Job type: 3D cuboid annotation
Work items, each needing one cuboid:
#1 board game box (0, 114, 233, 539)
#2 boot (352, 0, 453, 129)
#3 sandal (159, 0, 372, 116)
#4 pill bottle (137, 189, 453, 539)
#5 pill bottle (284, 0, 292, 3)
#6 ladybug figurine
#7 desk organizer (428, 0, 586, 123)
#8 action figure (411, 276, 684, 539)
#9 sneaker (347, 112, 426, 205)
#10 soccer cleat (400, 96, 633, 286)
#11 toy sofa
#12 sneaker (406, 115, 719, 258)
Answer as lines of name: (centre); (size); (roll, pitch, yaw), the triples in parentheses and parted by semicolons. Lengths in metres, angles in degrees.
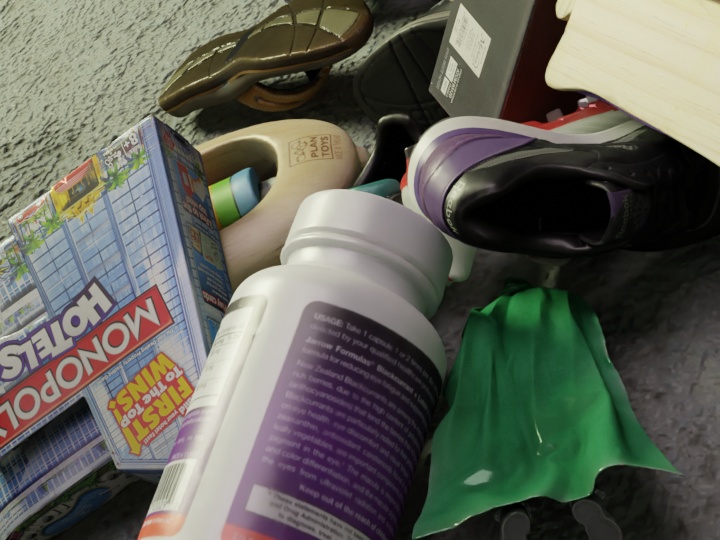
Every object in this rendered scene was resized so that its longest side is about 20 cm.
board game box: (-0.138, 0.057, 0.838); (0.199, 0.062, 0.201); (-35, 63, 9)
boot: (0.100, -0.169, 0.997); (0.202, 0.074, 0.154); (-26, 17, 34)
sandal: (-0.061, -0.136, 1.069); (0.199, 0.055, 0.082); (-17, 32, 41)
pill bottle: (-0.023, 0.068, 0.727); (0.110, 0.111, 0.202); (2, 60, 35)
pill bottle: (-0.014, -0.281, 1.162); (0.111, 0.113, 0.201); (-11, 40, 23)
ladybug figurine: (-0.080, -0.021, 0.935); (0.198, 0.072, 0.137); (-21, 38, 13)
desk organizer: (0.108, -0.165, 0.853); (0.076, 0.202, 0.072); (-10, 44, -28)
action figure: (0.083, 0.059, 0.740); (0.117, 0.055, 0.201); (-11, 29, 8)
sneaker: (0.000, 0.000, 0.848); (0.071, 0.080, 0.201); (-4, 46, 31)
soccer cleat: (0.115, -0.049, 0.840); (0.198, 0.086, 0.069); (-15, -3, -22)
toy sofa: (0.182, -0.101, 0.746); (0.200, 0.082, 0.099); (40, 115, 53)
sneaker: (0.127, -0.032, 0.758); (0.197, 0.077, 0.088); (-4, 20, -13)
